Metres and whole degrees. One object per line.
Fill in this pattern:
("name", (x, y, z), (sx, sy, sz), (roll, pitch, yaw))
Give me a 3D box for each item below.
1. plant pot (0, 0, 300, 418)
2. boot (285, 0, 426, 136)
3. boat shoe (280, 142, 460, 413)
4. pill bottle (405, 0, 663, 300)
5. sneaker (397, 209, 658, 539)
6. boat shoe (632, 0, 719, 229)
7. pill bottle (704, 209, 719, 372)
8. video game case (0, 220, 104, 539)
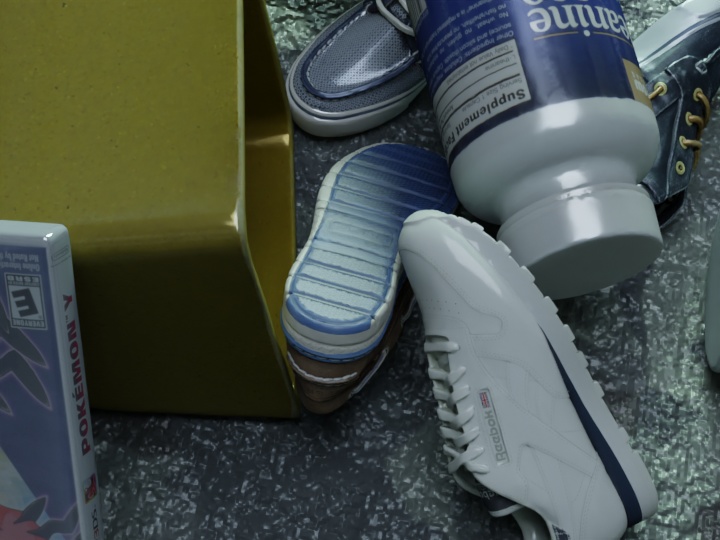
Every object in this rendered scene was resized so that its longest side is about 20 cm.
("plant pot", (-0.142, -0.042, 0.940), (0.197, 0.196, 0.196), (-5, 60, 5))
("boot", (0.036, -0.163, 1.059), (0.199, 0.091, 0.073), (-38, 67, -20))
("boat shoe", (0.000, 0.000, 0.973), (0.072, 0.073, 0.200), (19, 36, 11))
("pill bottle", (0.093, -0.093, 0.948), (0.110, 0.111, 0.202), (-11, 70, -7))
("sneaker", (0.070, 0.063, 0.905), (0.080, 0.076, 0.201), (-34, 97, -12))
("boat shoe", (0.174, -0.081, 1.033), (0.199, 0.071, 0.091), (-33, 66, -10))
("pill bottle", (0.287, 0.016, 0.950), (0.197, 0.115, 0.115), (6, 60, 3))
("video game case", (-0.219, 0.061, 0.863), (0.198, 0.184, 0.023), (4, 21, 21))
